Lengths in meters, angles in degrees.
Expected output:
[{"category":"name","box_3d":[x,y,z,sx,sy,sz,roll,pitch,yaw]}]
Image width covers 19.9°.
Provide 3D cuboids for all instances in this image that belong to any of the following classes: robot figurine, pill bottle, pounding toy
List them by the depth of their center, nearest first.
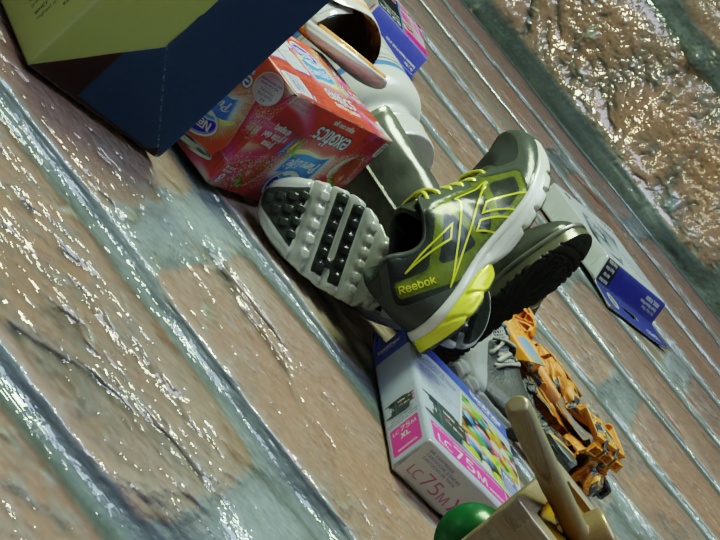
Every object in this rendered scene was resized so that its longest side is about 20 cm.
[{"category":"pounding toy","box_3d":[0.115,0.185,1.201,0.201,0.142,0.184,52,12,7]},{"category":"robot figurine","box_3d":[0.157,0.106,1.755,0.201,0.058,0.145,57,11,30]},{"category":"pill bottle","box_3d":[-0.015,-0.154,1.787,0.112,0.112,0.201,33,22,-52]}]

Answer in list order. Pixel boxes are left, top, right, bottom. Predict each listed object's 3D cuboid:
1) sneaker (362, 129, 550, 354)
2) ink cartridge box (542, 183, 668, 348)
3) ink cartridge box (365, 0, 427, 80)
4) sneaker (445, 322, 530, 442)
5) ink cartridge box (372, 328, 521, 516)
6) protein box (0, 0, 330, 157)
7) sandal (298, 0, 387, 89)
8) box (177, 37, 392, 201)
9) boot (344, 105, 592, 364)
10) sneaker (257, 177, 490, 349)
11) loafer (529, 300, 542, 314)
[{"category":"sneaker","box_3d":[0.071,-0.038,1.484,0.084,0.074,0.201,40,55,-15]},{"category":"ink cartridge box","box_3d":[0.333,-0.006,2.721,0.199,0.041,0.201,32,22,-54]},{"category":"ink cartridge box","box_3d":[0.040,-0.303,2.576,0.095,0.037,0.200,46,15,-17]},{"category":"sneaker","box_3d":[0.106,0.032,1.660,0.201,0.115,0.075,53,13,13]},{"category":"ink cartridge box","box_3d":[0.063,0.117,1.455,0.119,0.042,0.200,46,12,-21]},{"category":"protein box","box_3d":[-0.137,-0.229,1.377,0.135,0.198,0.201,36,18,-47]},{"category":"sandal","box_3d":[-0.039,-0.222,1.656,0.207,0.059,0.079,44,5,37]},{"category":"box","box_3d":[-0.068,-0.116,1.524,0.100,0.095,0.200,52,12,18]},{"category":"boot","box_3d":[0.066,-0.048,1.631,0.201,0.181,0.073,62,12,27]},{"category":"sneaker","box_3d":[0.000,0.000,1.525,0.199,0.076,0.081,33,-18,-22]},{"category":"loafer","box_3d":[0.103,-0.018,1.895,0.200,0.070,0.075,42,15,-35]}]
